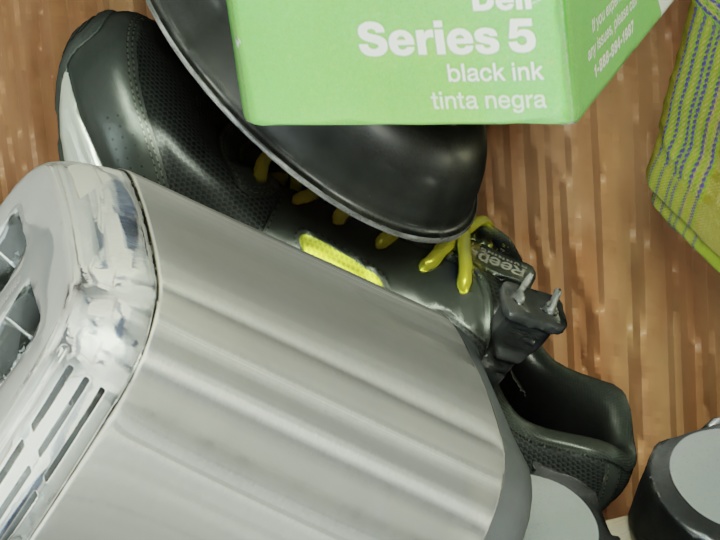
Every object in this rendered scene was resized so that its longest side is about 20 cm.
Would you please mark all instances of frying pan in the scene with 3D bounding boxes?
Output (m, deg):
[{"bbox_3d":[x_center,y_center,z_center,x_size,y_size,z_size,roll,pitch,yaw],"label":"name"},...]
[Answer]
[{"bbox_3d":[-0.030,-0.084,0.760,0.031,0.115,0.190,-44,71,24],"label":"frying pan"}]

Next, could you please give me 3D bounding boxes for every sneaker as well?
[{"bbox_3d":[0.000,0.000,0.804,0.085,0.074,0.200,-33,106,26],"label":"sneaker"}]

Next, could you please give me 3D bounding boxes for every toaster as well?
[{"bbox_3d":[-0.052,0.062,0.720,0.129,0.114,0.200,28,111,-26],"label":"toaster"}]

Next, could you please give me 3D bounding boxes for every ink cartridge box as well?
[{"bbox_3d":[0.022,-0.150,0.671,0.084,0.146,0.200,2,114,21],"label":"ink cartridge box"}]

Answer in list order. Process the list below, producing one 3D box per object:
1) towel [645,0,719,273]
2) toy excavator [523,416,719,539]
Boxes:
[{"bbox_3d":[0.131,-0.044,0.673,0.144,0.023,0.200,49,145,33],"label":"towel"},{"bbox_3d":[0.064,0.150,0.725,0.200,0.194,0.100,57,146,37],"label":"toy excavator"}]
